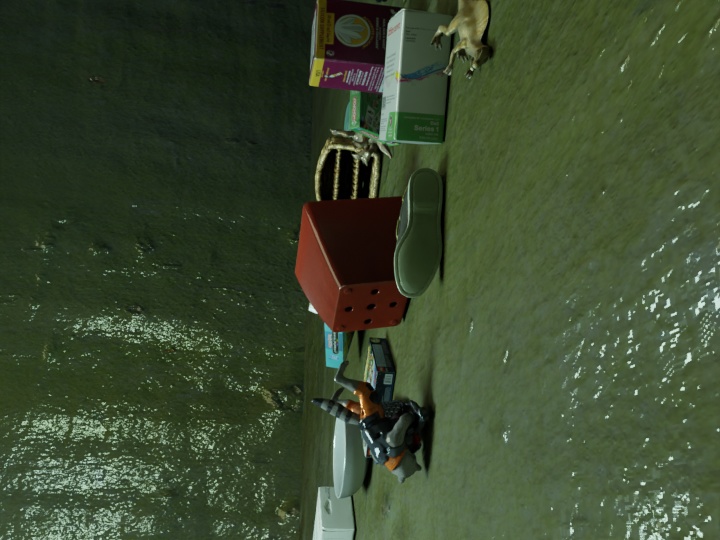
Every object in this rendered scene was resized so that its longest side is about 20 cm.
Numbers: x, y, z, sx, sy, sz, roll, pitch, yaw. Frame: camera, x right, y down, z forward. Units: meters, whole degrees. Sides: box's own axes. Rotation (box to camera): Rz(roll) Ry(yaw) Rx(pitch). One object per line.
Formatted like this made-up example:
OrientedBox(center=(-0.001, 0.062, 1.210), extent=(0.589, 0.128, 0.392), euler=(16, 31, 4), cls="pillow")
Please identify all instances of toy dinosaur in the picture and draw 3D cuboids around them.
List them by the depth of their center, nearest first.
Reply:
OrientedBox(center=(0.145, -0.335, 1.115), extent=(0.101, 0.058, 0.201), euler=(130, 137, -52), cls="toy dinosaur")
OrientedBox(center=(0.028, -0.311, 1.790), extent=(0.086, 0.135, 0.200), euler=(53, 170, -33), cls="toy dinosaur")

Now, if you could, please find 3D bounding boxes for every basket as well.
OrientedBox(center=(-0.036, -0.207, 1.928), extent=(0.149, 0.142, 0.201), euler=(-103, 18, -65), cls="basket")

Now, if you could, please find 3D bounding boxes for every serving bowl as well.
OrientedBox(center=(-0.018, 0.409, 1.833), extent=(0.200, 0.065, 0.201), euler=(-177, 90, -81), cls="serving bowl")

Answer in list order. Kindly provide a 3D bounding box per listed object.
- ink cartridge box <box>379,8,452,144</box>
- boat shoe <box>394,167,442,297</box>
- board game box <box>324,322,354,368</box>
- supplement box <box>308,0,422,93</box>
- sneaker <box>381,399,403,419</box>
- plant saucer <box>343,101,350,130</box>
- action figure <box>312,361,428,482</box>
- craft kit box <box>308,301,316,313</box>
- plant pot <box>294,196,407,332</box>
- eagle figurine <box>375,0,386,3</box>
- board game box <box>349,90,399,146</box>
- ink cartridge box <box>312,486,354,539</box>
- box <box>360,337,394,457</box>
OrientedBox(center=(0.088, -0.309, 1.326), extent=(0.145, 0.083, 0.201), euler=(-132, 45, -78), cls="ink cartridge box")
OrientedBox(center=(0.091, -0.055, 1.272), extent=(0.061, 0.071, 0.202), euler=(125, 155, -82), cls="boat shoe")
OrientedBox(center=(-0.046, 0.117, 1.983), extent=(0.201, 0.047, 0.151), euler=(90, -168, -45), cls="board game box")
OrientedBox(center=(0.009, -0.411, 1.506), extent=(0.103, 0.199, 0.132), euler=(120, 152, -71), cls="supplement box")
OrientedBox(center=(0.054, 0.285, 1.473), extent=(0.083, 0.071, 0.200), euler=(60, 167, -2), cls="sneaker")
OrientedBox(center=(-0.021, -0.393, 2.269), extent=(0.200, 0.036, 0.201), euler=(-176, 90, -81), cls="plant saucer")
OrientedBox(center=(0.016, 0.262, 1.310), extent=(0.193, 0.104, 0.200), euler=(45, 140, 20), cls="action figure")
OrientedBox(center=(-0.056, -0.018, 2.014), extent=(0.200, 0.048, 0.198), euler=(-42, -32, -56), cls="craft kit box")
OrientedBox(center=(0.000, 0.000, 1.501), extent=(0.201, 0.199, 0.177), euler=(102, 157, -47), cls="plant pot")
OrientedBox(center=(0.050, -0.650, 1.592), extent=(0.200, 0.151, 0.152), euler=(117, 136, -58), cls="eagle figurine")
OrientedBox(center=(0.032, -0.362, 1.618), extent=(0.029, 0.134, 0.201), euler=(-4, 80, 37), cls="board game box")
OrientedBox(center=(-0.069, 0.659, 2.021), extent=(0.145, 0.084, 0.201), euler=(-101, 15, -59), cls="ink cartridge box")
OrientedBox(center=(0.031, 0.257, 1.653), extent=(0.137, 0.037, 0.201), euler=(-106, 21, -65), cls="box")
